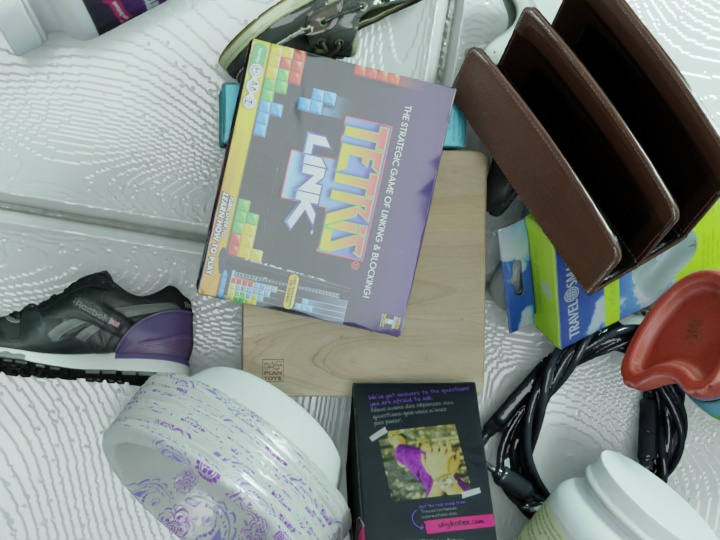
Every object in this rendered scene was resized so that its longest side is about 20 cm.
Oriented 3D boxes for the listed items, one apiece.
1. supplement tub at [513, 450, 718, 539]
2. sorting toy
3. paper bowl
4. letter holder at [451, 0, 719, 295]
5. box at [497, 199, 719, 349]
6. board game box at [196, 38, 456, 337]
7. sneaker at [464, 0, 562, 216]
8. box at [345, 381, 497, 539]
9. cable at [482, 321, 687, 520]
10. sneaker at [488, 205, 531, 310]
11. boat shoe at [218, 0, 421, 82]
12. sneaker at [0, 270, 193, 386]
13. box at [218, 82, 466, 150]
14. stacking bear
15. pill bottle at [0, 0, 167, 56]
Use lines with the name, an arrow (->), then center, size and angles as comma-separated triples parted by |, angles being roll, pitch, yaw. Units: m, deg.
supplement tub -> 0.183, 0.262, 1.175 | 0.145, 0.145, 0.200 | 35, 104, -7
sorting toy -> 0.000, 0.000, 1.200 | 0.199, 0.070, 0.200 | 0, 94, -7
paper bowl -> -0.095, 0.155, 1.133 | 0.200, 0.201, 0.105 | 42, 65, -7
letter holder -> 0.174, -0.109, 1.086 | 0.100, 0.142, 0.201 | -28, 75, -19
box -> 0.213, -0.020, 1.200 | 0.199, 0.048, 0.122 | -25, 131, -16
board game box -> -0.028, -0.063, 1.126 | 0.164, 0.057, 0.201 | 12, 94, -8
sneaker -> 0.121, -0.146, 1.218 | 0.088, 0.074, 0.201 | 19, 81, -5
box -> 0.045, 0.202, 1.138 | 0.105, 0.123, 0.201 | 0, 49, -5
cable -> 0.208, 0.136, 1.245 | 0.163, 0.051, 0.200 | 43, 85, -7
sneaker -> 0.169, -0.059, 1.235 | 0.200, 0.082, 0.074 | -51, 139, 10
boat shoe -> -0.021, -0.207, 1.194 | 0.200, 0.072, 0.066 | -34, 91, -10
sneaker -> -0.236, 0.043, 1.182 | 0.199, 0.076, 0.088 | 6, 76, -12
box -> -0.017, -0.125, 1.191 | 0.199, 0.082, 0.050 | 0, 92, -7
stacking bear -> 0.340, 0.093, 1.222 | 0.199, 0.121, 0.114 | 32, 75, -26
pill bottle -> -0.204, -0.252, 1.147 | 0.199, 0.111, 0.112 | -28, 95, -6
